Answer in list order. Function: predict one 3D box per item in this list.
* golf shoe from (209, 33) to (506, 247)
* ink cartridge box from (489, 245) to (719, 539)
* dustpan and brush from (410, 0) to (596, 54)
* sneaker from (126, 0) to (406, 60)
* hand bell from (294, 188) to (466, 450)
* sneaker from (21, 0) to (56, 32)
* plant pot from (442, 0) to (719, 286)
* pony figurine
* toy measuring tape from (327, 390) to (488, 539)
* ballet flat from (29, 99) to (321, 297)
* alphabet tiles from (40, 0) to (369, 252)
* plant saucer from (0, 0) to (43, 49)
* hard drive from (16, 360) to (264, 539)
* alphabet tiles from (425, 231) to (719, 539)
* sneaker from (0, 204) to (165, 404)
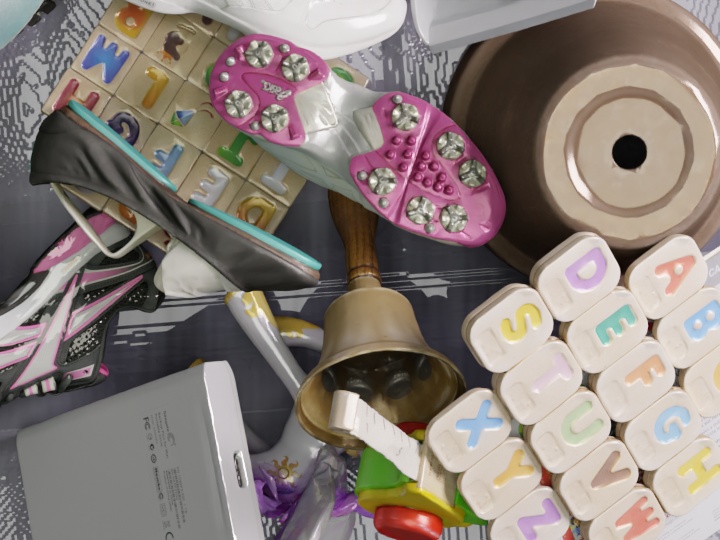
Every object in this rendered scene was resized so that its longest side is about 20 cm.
[{"bbox_3d":[0.002,-0.076,1.334,0.200,0.092,0.075,32,83,7],"label":"golf shoe"},{"bbox_3d":[0.167,0.087,1.345,0.200,0.084,0.176,-31,117,-16],"label":"ink cartridge box"},{"bbox_3d":[0.088,-0.249,1.357,0.057,0.139,0.201,31,57,-43],"label":"dustpan and brush"},{"bbox_3d":[-0.062,-0.191,1.334,0.199,0.075,0.100,13,134,-12],"label":"sneaker"},{"bbox_3d":[0.000,0.000,1.348,0.104,0.104,0.201,-6,53,-4],"label":"hand bell"},{"bbox_3d":[-0.211,-0.222,1.363,0.089,0.079,0.200,44,91,9],"label":"sneaker"},{"bbox_3d":[0.151,-0.077,1.332,0.199,0.175,0.201,0,98,-1],"label":"plant pot"},{"bbox_3d":[-0.040,0.127,1.376,0.200,0.167,0.193,36,86,9],"label":"pony figurine"},{"bbox_3d":[0.013,0.112,1.261,0.073,0.200,0.074,-13,62,26],"label":"toy measuring tape"},{"bbox_3d":[-0.119,-0.027,1.330,0.200,0.068,0.069,33,91,12],"label":"ballet flat"},{"bbox_3d":[-0.098,-0.112,1.380,0.166,0.006,0.200,33,81,-6],"label":"alphabet tiles"},{"bbox_3d":[-0.268,-0.219,1.323,0.200,0.039,0.202,-3,84,27],"label":"plant saucer"},{"bbox_3d":[-0.139,0.143,1.344,0.026,0.200,0.132,-2,77,-43],"label":"hard drive"},{"bbox_3d":[0.140,0.078,1.265,0.195,0.015,0.200,-36,118,-8],"label":"alphabet tiles"},{"bbox_3d":[-0.206,0.052,1.386,0.200,0.080,0.086,-43,97,5],"label":"sneaker"}]
